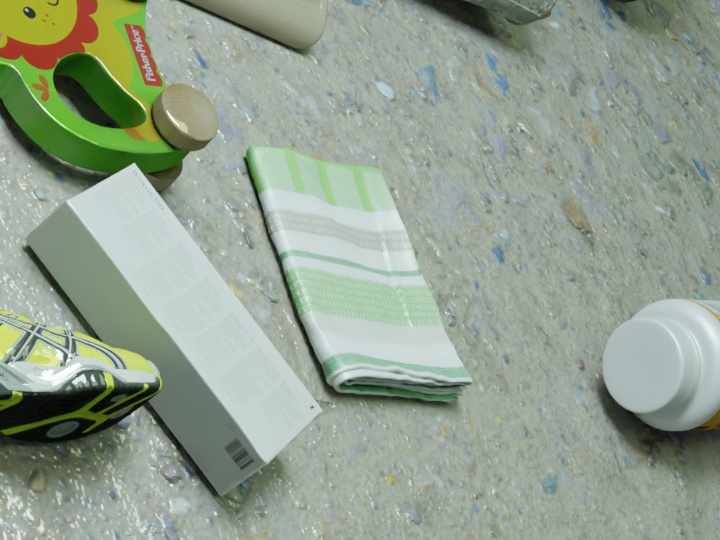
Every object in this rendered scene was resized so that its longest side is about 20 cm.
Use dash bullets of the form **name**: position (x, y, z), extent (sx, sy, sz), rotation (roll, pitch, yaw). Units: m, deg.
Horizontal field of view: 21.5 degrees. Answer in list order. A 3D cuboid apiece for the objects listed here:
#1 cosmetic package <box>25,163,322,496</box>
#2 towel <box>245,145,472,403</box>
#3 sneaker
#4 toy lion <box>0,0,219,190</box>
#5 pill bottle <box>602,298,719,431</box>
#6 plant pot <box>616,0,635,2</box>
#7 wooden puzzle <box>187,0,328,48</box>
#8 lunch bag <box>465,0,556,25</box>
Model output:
- **cosmetic package**: position (-0.115, 0.036, 1.184), extent (0.201, 0.051, 0.082), rotation (53, 34, 0)
- **towel**: position (0.000, 0.000, 1.386), extent (0.149, 0.031, 0.201), rotation (10, 51, -48)
- **sneaker**: position (-0.190, 0.049, 1.054), extent (0.199, 0.075, 0.077), rotation (9, 53, -50)
- **toy lion**: position (-0.207, -0.156, 1.252), extent (0.191, 0.069, 0.201), rotation (1, 58, -43)
- **pill bottle**: position (0.289, 0.080, 1.603), extent (0.199, 0.109, 0.110), rotation (3, 56, -50)
- **plant pot**: position (0.269, -0.403, 1.983), extent (0.198, 0.200, 0.201), rotation (47, 32, -21)
- **wooden puzzle**: position (-0.080, -0.295, 1.471), extent (0.184, 0.046, 0.202), rotation (19, 74, -42)
- **lunch bag**: position (0.100, -0.327, 1.732), extent (0.199, 0.139, 0.169), rotation (18, 62, -38)
